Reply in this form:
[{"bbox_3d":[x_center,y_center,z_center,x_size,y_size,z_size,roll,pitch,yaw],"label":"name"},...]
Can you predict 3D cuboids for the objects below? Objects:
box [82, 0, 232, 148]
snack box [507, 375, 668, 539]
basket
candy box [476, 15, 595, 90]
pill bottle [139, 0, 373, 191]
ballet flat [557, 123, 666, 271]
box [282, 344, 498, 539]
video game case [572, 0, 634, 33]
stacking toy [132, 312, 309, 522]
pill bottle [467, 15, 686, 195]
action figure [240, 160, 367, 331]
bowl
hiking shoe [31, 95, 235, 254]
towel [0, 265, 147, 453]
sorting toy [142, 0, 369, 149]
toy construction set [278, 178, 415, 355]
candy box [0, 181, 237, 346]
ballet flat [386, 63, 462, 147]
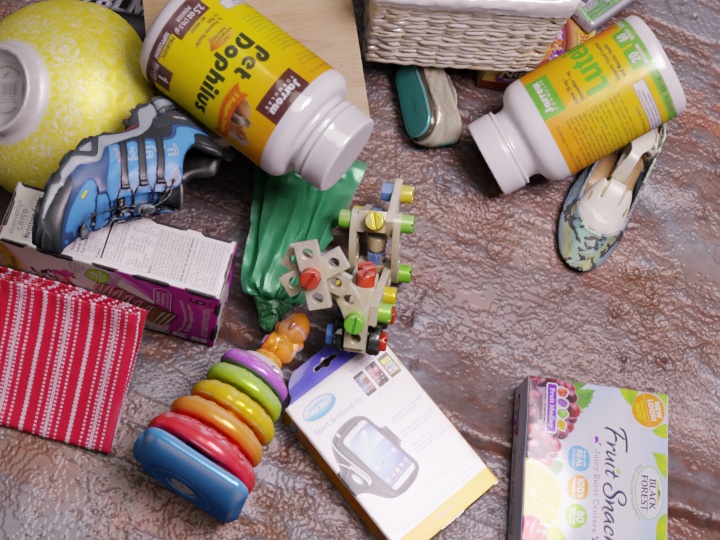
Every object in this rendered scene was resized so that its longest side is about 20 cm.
[{"bbox_3d":[-0.208,-0.239,1.245,0.199,0.050,0.199,12,69,-6],"label":"box"},{"bbox_3d":[0.214,0.209,1.146,0.142,0.053,0.201,9,69,-8],"label":"snack box"},{"bbox_3d":[0.102,-0.314,1.192,0.199,0.161,0.199,2,74,-4],"label":"basket"},{"bbox_3d":[0.195,-0.288,1.326,0.116,0.056,0.201,10,70,-7],"label":"candy box"},{"bbox_3d":[-0.089,-0.159,1.075,0.200,0.109,0.109,37,68,8],"label":"pill bottle"},{"bbox_3d":[0.262,-0.093,1.258,0.074,0.074,0.200,26,68,1],"label":"ballet flat"},{"bbox_3d":[0.020,0.158,1.141,0.119,0.041,0.200,-35,77,-19],"label":"box"},{"bbox_3d":[0.258,-0.375,1.329,0.200,0.022,0.182,-37,80,-21],"label":"video game case"},{"bbox_3d":[-0.106,0.114,1.098,0.110,0.116,0.200,33,65,4],"label":"stacking toy"},{"bbox_3d":[0.213,-0.160,1.225,0.200,0.111,0.111,-29,75,8],"label":"pill bottle"},{"bbox_3d":[-0.070,-0.033,1.186,0.118,0.055,0.201,15,63,-4],"label":"action figure"},{"bbox_3d":[-0.298,-0.157,1.113,0.200,0.108,0.201,-1,88,25],"label":"bowl"},{"bbox_3d":[-0.193,-0.075,1.029,0.087,0.074,0.200,31,50,11],"label":"hiking shoe"},{"bbox_3d":[-0.303,0.074,1.089,0.199,0.022,0.145,16,101,-3],"label":"towel"},{"bbox_3d":[-0.104,-0.209,1.185,0.199,0.070,0.199,-6,73,-6],"label":"sorting toy"},{"bbox_3d":[0.000,0.000,1.130,0.092,0.132,0.200,14,23,20],"label":"toy construction set"},{"bbox_3d":[-0.218,-0.002,1.107,0.199,0.136,0.061,16,67,-3],"label":"candy box"},{"bbox_3d":[0.062,-0.220,1.285,0.062,0.067,0.201,2,71,-39],"label":"ballet flat"}]
